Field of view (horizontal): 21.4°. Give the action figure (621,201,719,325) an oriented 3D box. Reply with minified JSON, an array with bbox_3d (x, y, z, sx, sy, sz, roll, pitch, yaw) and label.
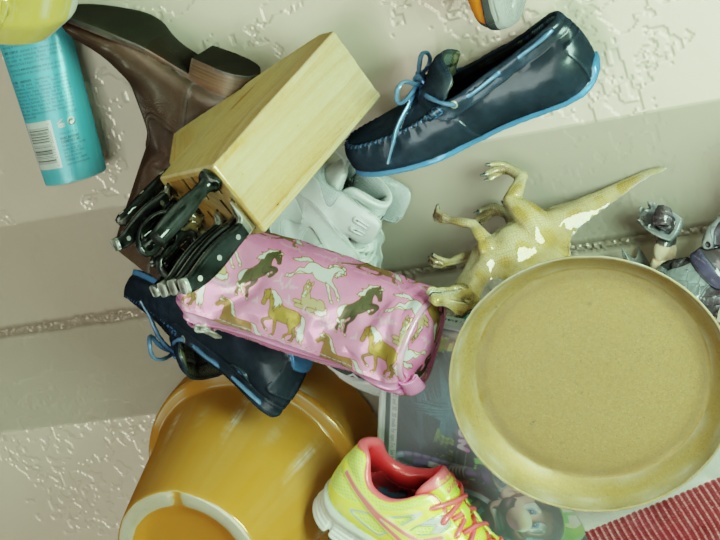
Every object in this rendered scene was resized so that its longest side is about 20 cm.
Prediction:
[{"bbox_3d":[0.260,-0.012,1.353,0.200,0.069,0.130,-45,78,26],"label":"action figure"}]

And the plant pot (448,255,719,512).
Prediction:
[{"bbox_3d":[0.163,0.077,1.340,0.200,0.027,0.200,3,113,7],"label":"plant pot"}]

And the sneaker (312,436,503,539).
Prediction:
[{"bbox_3d":[0.061,0.194,1.431,0.200,0.078,0.090,27,117,11],"label":"sneaker"}]

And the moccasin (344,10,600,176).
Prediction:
[{"bbox_3d":[0.073,-0.134,1.377,0.200,0.080,0.068,-24,118,17],"label":"moccasin"}]

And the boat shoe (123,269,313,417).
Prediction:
[{"bbox_3d":[-0.127,0.055,1.502,0.200,0.084,0.069,27,97,46],"label":"boat shoe"}]

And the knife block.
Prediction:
[{"bbox_3d":[-0.080,-0.067,1.345,0.200,0.176,0.064,-32,114,11],"label":"knife block"}]

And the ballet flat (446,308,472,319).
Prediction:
[{"bbox_3d":[0.092,0.117,1.500,0.067,0.068,0.200,-3,110,45],"label":"ballet flat"}]

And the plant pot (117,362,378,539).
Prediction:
[{"bbox_3d":[-0.100,0.187,1.532,0.200,0.183,0.200,9,117,18],"label":"plant pot"}]

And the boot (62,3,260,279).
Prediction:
[{"bbox_3d":[-0.173,-0.092,1.485,0.186,0.064,0.200,26,119,22],"label":"boot"}]

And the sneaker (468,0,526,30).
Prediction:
[{"bbox_3d":[0.051,-0.262,1.329,0.112,0.078,0.200,-6,101,29],"label":"sneaker"}]

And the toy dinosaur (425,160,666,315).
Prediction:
[{"bbox_3d":[0.122,-0.030,1.398,0.101,0.200,0.058,47,163,36],"label":"toy dinosaur"}]

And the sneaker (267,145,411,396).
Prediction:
[{"bbox_3d":[0.000,0.000,1.465,0.115,0.075,0.200,-34,95,34],"label":"sneaker"}]

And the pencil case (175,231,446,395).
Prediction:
[{"bbox_3d":[-0.035,0.027,1.403,0.200,0.083,0.087,16,108,18],"label":"pencil case"}]

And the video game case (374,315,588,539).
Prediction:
[{"bbox_3d":[0.100,0.135,1.446,0.182,0.023,0.200,11,114,18],"label":"video game case"}]

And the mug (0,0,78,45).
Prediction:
[{"bbox_3d":[-0.270,-0.246,1.390,0.149,0.187,0.153,22,118,21],"label":"mug"}]

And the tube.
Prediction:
[{"bbox_3d":[-0.253,-0.168,1.509,0.077,0.050,0.200,-11,105,13],"label":"tube"}]

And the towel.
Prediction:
[{"bbox_3d":[0.212,0.137,1.384,0.144,0.023,0.200,-25,107,19],"label":"towel"}]
